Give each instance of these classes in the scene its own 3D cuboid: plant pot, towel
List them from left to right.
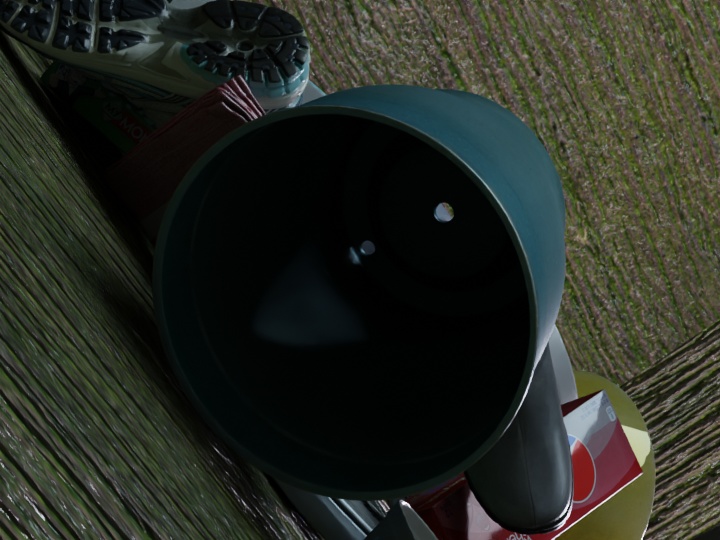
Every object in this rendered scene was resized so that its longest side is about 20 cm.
[{"bbox_3d":[-0.059,0.000,1.527,0.144,0.023,0.201,-31,-87,50],"label":"towel"},{"bbox_3d":[0.019,-0.009,1.367,0.201,0.200,0.188,56,25,-4],"label":"plant pot"},{"bbox_3d":[0.122,0.169,2.174,0.142,0.200,0.200,16,32,-45],"label":"plant pot"}]

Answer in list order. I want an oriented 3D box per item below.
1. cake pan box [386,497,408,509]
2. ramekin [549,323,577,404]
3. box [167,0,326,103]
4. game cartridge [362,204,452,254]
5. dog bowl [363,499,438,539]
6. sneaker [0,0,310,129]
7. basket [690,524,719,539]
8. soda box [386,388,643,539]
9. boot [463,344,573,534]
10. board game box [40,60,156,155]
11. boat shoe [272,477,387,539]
[{"bbox_3d":[0.031,0.128,1.785,0.200,0.052,0.185,-125,-167,-84],"label":"cake pan box"},{"bbox_3d":[0.057,0.079,1.937,0.200,0.105,0.201,38,-38,38],"label":"ramekin"},{"bbox_3d":[-0.082,-0.110,1.701,0.200,0.082,0.049,40,-2,-14],"label":"box"},{"bbox_3d":[0.000,0.000,1.679,0.041,0.133,0.200,46,2,7],"label":"game cartridge"},{"bbox_3d":[0.053,0.219,1.377,0.201,0.059,0.200,56,3,-5],"label":"dog bowl"},{"bbox_3d":[-0.126,-0.117,1.547,0.199,0.078,0.087,18,-40,15],"label":"sneaker"},{"bbox_3d":[0.172,0.254,1.596,0.136,0.199,0.181,54,4,-35],"label":"basket"},{"bbox_3d":[0.092,0.145,1.668,0.200,0.070,0.064,-29,95,-47],"label":"soda box"},{"bbox_3d":[0.082,0.049,1.553,0.132,0.069,0.201,80,-3,-74],"label":"boot"},{"bbox_3d":[-0.122,-0.071,1.671,0.134,0.029,0.200,40,0,10],"label":"board game box"},{"bbox_3d":[-0.033,0.070,1.468,0.201,0.071,0.072,56,3,4],"label":"boat shoe"}]
